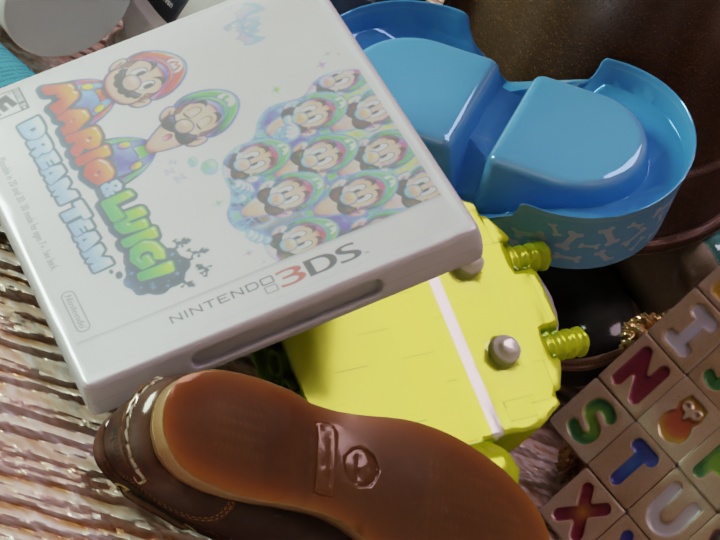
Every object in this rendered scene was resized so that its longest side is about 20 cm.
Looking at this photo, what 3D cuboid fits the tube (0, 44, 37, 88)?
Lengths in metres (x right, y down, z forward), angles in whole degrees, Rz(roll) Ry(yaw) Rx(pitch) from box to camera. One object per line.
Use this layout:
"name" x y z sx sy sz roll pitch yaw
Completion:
"tube" -0.171 -0.076 1.309 0.200 0.050 0.077 41 26 25

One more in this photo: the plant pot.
"plant pot" 0.142 -0.148 1.421 0.200 0.199 0.201 9 46 -10

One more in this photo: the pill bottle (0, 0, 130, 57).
"pill bottle" -0.192 -0.199 1.461 0.104 0.104 0.200 16 28 -43

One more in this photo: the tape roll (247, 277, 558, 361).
"tape roll" 0.000 0.000 1.376 0.202 0.071 0.203 31 20 -13

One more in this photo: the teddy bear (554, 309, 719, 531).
"teddy bear" 0.184 0.055 1.378 0.067 0.200 0.145 52 9 -31

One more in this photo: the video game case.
"video game case" -0.067 -0.041 1.213 0.024 0.182 0.200 77 -14 -45

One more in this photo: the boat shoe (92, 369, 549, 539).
"boat shoe" -0.015 0.093 1.140 0.200 0.070 0.071 26 59 -25

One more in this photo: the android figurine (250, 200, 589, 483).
"android figurine" 0.013 0.030 1.237 0.199 0.041 0.183 -9 68 -31

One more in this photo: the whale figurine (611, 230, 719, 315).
"whale figurine" 0.196 0.001 1.528 0.200 0.104 0.159 60 -9 13

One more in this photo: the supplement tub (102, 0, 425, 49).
"supplement tub" -0.040 -0.158 1.473 0.140 0.200 0.140 31 20 -13

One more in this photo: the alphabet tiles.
"alphabet tiles" 0.187 0.083 1.318 0.167 0.200 0.006 50 4 35

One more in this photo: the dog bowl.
"dog bowl" 0.064 -0.063 1.336 0.199 0.050 0.112 19 49 15

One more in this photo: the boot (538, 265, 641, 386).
"boot" 0.093 -0.035 1.498 0.077 0.139 0.200 -18 28 -11
